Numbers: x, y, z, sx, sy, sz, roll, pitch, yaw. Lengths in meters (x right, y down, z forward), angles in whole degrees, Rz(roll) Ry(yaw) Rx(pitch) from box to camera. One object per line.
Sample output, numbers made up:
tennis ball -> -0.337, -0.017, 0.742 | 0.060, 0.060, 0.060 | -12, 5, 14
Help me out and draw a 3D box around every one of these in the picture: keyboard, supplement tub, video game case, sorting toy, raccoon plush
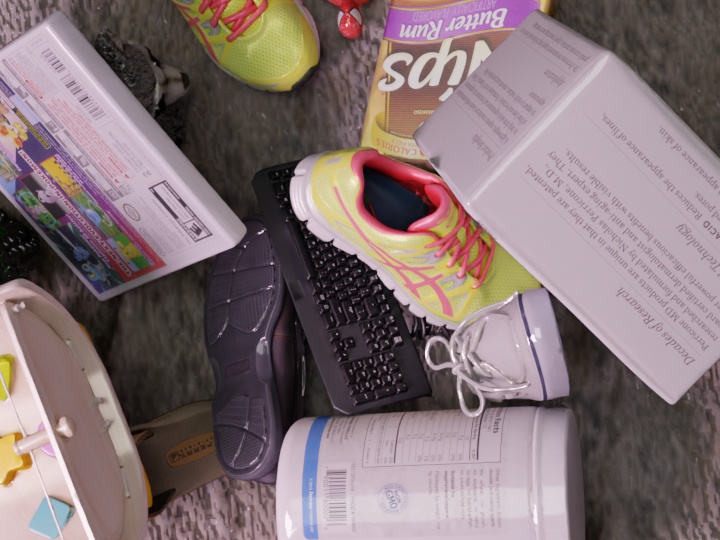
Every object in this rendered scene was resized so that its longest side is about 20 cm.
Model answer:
keyboard -> 0.000, 0.000, 1.309 | 0.104, 0.040, 0.200 | -13, 69, -23
supplement tub -> 0.051, 0.162, 1.267 | 0.200, 0.132, 0.132 | -3, 85, 11
video game case -> -0.197, -0.075, 1.297 | 0.182, 0.023, 0.200 | -20, 116, 48
sorting toy -> -0.254, 0.130, 1.242 | 0.180, 0.107, 0.200 | -23, 85, 12
raccoon plush -> -0.214, -0.103, 1.341 | 0.200, 0.134, 0.097 | -30, 81, 8

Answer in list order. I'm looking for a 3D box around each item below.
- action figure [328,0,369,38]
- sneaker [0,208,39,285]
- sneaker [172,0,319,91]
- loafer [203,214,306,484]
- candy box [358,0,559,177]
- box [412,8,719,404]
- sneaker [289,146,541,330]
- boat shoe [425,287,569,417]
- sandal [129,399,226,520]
action figure -> -0.020, -0.273, 1.337 | 0.065, 0.099, 0.200 | -6, 87, 13
sneaker -> -0.285, 0.017, 1.325 | 0.078, 0.200, 0.085 | 31, 103, -7
sneaker -> -0.110, -0.210, 1.344 | 0.078, 0.090, 0.200 | -44, 80, 4
loafer -> -0.072, 0.061, 1.342 | 0.072, 0.063, 0.200 | -13, 67, 30
candy box -> 0.077, -0.165, 1.326 | 0.117, 0.056, 0.200 | 11, 90, 11
box -> 0.158, -0.048, 1.195 | 0.200, 0.199, 0.131 | 43, 96, -16
sneaker -> 0.050, -0.022, 1.265 | 0.200, 0.090, 0.078 | 29, 65, -18
boat shoe -> 0.088, 0.057, 1.225 | 0.086, 0.202, 0.075 | -13, 85, -2
sandal -> -0.163, 0.154, 1.309 | 0.200, 0.054, 0.080 | -25, 111, -20
